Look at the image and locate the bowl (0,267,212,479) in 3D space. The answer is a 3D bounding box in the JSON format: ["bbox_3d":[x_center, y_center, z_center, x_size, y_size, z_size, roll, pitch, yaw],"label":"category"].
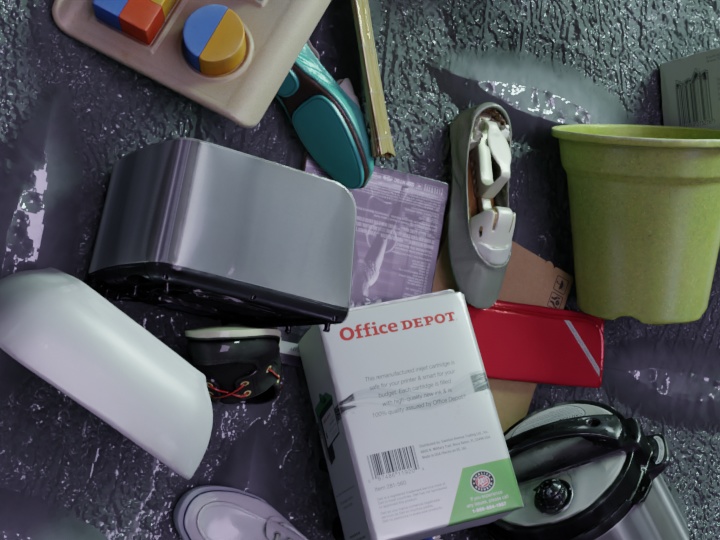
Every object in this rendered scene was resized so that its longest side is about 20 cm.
[{"bbox_3d":[-0.202,0.069,0.995,0.200,0.199,0.075,41,78,-20],"label":"bowl"}]

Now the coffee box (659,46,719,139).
[{"bbox_3d":[0.464,-0.140,1.376,0.196,0.199,0.203,-5,90,-29],"label":"coffee box"}]

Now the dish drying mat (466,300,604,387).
[{"bbox_3d":[0.162,0.072,1.280,0.198,0.018,0.078,8,85,-29],"label":"dish drying mat"}]

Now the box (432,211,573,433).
[{"bbox_3d":[0.119,0.063,1.279,0.163,0.021,0.202,28,76,-25],"label":"box"}]

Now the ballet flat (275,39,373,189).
[{"bbox_3d":[-0.043,-0.168,1.167,0.200,0.067,0.071,49,50,-14],"label":"ballet flat"}]

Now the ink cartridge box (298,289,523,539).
[{"bbox_3d":[0.040,0.133,1.137,0.145,0.084,0.202,-8,73,-21],"label":"ink cartridge box"}]

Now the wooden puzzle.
[{"bbox_3d":[-0.135,-0.244,1.095,0.199,0.046,0.186,29,73,1],"label":"wooden puzzle"}]

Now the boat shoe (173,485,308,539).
[{"bbox_3d":[-0.072,0.252,1.143,0.199,0.067,0.074,34,73,-24],"label":"boat shoe"}]

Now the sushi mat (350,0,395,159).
[{"bbox_3d":[0.007,-0.203,1.187,0.012,0.096,0.202,-9,90,10],"label":"sushi mat"}]

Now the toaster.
[{"bbox_3d":[-0.123,-0.022,1.061,0.198,0.180,0.120,15,78,-28],"label":"toaster"}]

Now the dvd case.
[{"bbox_3d":[0.000,0.000,1.208,0.147,0.016,0.202,13,81,-19],"label":"dvd case"}]

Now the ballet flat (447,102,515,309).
[{"bbox_3d":[0.120,-0.066,1.238,0.067,0.064,0.202,8,72,-32],"label":"ballet flat"}]

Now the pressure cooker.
[{"bbox_3d":[0.207,0.222,1.221,0.176,0.178,0.201,-44,121,-18],"label":"pressure cooker"}]

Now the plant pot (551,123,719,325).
[{"bbox_3d":[0.287,-0.048,1.298,0.198,0.200,0.187,-5,102,-29],"label":"plant pot"}]

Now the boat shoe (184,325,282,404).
[{"bbox_3d":[-0.101,0.079,1.066,0.073,0.201,0.064,2,81,4],"label":"boat shoe"}]

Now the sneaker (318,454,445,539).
[{"bbox_3d":[0.019,0.244,1.198,0.089,0.078,0.202,-28,94,-19],"label":"sneaker"}]
